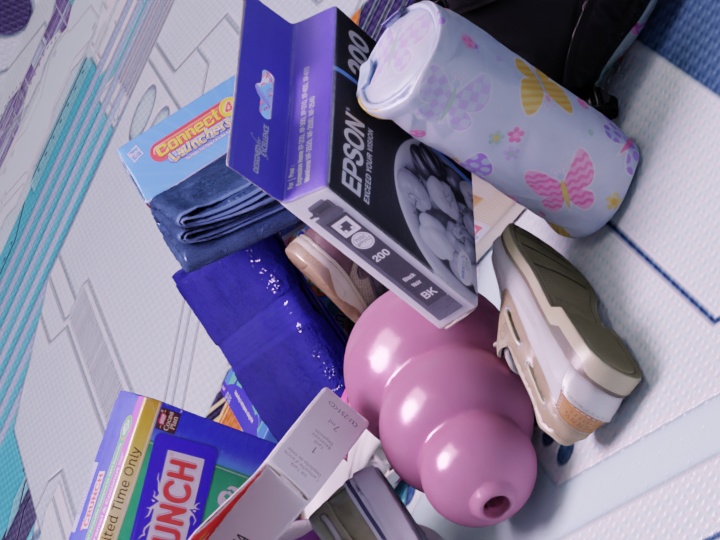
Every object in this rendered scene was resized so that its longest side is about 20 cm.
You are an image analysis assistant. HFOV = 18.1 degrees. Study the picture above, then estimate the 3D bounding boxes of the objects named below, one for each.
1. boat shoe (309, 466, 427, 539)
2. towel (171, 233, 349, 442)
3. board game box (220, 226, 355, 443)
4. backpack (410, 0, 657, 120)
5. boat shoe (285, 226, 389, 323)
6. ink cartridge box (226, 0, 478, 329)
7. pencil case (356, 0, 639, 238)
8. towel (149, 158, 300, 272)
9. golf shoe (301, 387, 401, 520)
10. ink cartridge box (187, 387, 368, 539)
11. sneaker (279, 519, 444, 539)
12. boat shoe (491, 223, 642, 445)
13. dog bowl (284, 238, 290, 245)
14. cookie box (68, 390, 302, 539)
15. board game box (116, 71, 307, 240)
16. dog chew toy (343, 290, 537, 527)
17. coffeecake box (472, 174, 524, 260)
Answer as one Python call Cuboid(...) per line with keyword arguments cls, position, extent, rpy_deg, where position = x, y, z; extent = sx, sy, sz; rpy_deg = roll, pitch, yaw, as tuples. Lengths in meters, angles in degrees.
Cuboid(cls="boat shoe", position=(0.029, 0.215, 1.488), extent=(0.062, 0.072, 0.200), rpy_deg=(-36, 43, 3))
Cuboid(cls="towel", position=(-0.061, 0.055, 1.804), extent=(0.049, 0.201, 0.148), rpy_deg=(-31, -3, -32))
Cuboid(cls="board game box", position=(-0.046, 0.048, 1.929), extent=(0.201, 0.045, 0.152), rpy_deg=(-64, 21, 9))
Cuboid(cls="backpack", position=(0.141, -0.221, 1.593), extent=(0.201, 0.166, 0.127), rpy_deg=(-56, 19, 14))
Cuboid(cls="boat shoe", position=(0.000, 0.000, 1.749), extent=(0.065, 0.072, 0.200), rpy_deg=(-46, -22, 0))
Cuboid(cls="ink cartridge box", position=(-0.001, -0.085, 1.527), extent=(0.043, 0.200, 0.199), rpy_deg=(-37, 32, 29))
Cuboid(cls="pencil case", position=(0.093, -0.098, 1.523), extent=(0.091, 0.199, 0.084), rpy_deg=(-42, 33, 32))
Cuboid(cls="towel", position=(-0.062, -0.072, 1.713), extent=(0.199, 0.049, 0.112), rpy_deg=(-27, 23, -10))
Cuboid(cls="golf shoe", position=(0.012, 0.117, 1.687), extent=(0.092, 0.072, 0.201), rpy_deg=(8, 78, 67))
Cuboid(cls="ink cartridge box", position=(-0.092, 0.190, 1.528), extent=(0.200, 0.045, 0.176), rpy_deg=(-52, -3, 42))
Cuboid(cls="sneaker", position=(0.007, 0.231, 1.618), extent=(0.199, 0.075, 0.100), rpy_deg=(-1, 111, 52))
Cuboid(cls="boat shoe", position=(0.120, 0.039, 1.499), extent=(0.069, 0.074, 0.200), rpy_deg=(-54, 25, 18))
Cuboid(cls="dog bowl", position=(-0.082, -0.082, 2.046), extent=(0.200, 0.073, 0.201), rpy_deg=(-155, 90, -84))
Cuboid(cls="cookie box", position=(-0.114, 0.205, 1.732), extent=(0.075, 0.199, 0.172), rpy_deg=(-3, 67, 67))
Cuboid(cls="board game box", position=(-0.076, -0.092, 1.839), extent=(0.199, 0.196, 0.056), rpy_deg=(-32, 67, 0))
Cuboid(cls="dog chew toy", position=(0.062, 0.096, 1.534), extent=(0.125, 0.124, 0.200), rpy_deg=(-59, 32, 23))
Cuboid(cls="coffeecake box", position=(0.084, -0.120, 1.737), extent=(0.154, 0.073, 0.201), rpy_deg=(-49, 29, 38))
